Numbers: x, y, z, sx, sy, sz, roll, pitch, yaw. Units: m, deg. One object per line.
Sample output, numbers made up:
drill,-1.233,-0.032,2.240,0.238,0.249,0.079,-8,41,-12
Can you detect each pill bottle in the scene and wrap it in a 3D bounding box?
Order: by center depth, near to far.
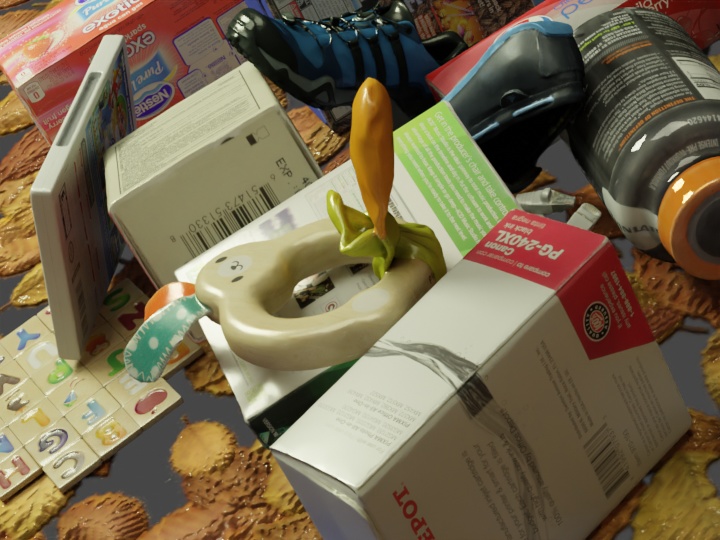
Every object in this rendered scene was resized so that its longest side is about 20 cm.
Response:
pill bottle,0.188,-0.074,1.298,0.106,0.106,0.200,-27,34,3

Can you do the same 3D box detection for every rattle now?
rattle,-0.063,-0.017,1.182,0.200,0.143,0.130,2,53,29

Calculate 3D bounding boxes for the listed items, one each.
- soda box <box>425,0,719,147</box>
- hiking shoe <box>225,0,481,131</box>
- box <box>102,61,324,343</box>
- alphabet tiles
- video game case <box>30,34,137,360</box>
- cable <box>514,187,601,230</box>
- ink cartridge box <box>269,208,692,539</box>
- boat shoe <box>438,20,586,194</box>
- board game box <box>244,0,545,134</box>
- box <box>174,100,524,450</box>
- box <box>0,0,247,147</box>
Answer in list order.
soda box,0.149,-0.149,1.457,0.200,0.070,0.063,-32,32,-6
hiking shoe,-0.007,-0.153,1.455,0.074,0.200,0.087,42,107,41
box,-0.090,-0.049,1.409,0.128,0.109,0.200,-32,15,1
alphabet tiles,-0.201,0.078,1.466,0.166,0.006,0.200,-36,34,-12
video game case,-0.189,-0.054,1.503,0.018,0.143,0.200,3,37,9
cable,0.041,0.041,1.288,0.200,0.069,0.200,-1,43,35
ink cartridge box,0.067,0.089,1.135,0.200,0.145,0.083,-43,37,-21
boat shoe,0.078,-0.076,1.344,0.084,0.200,0.069,-8,62,-23
board game box,0.016,-0.229,1.577,0.200,0.160,0.097,-32,34,-7
box,0.000,0.000,1.257,0.200,0.036,0.144,-33,44,3
box,-0.178,-0.176,1.700,0.200,0.103,0.095,-34,34,-6
